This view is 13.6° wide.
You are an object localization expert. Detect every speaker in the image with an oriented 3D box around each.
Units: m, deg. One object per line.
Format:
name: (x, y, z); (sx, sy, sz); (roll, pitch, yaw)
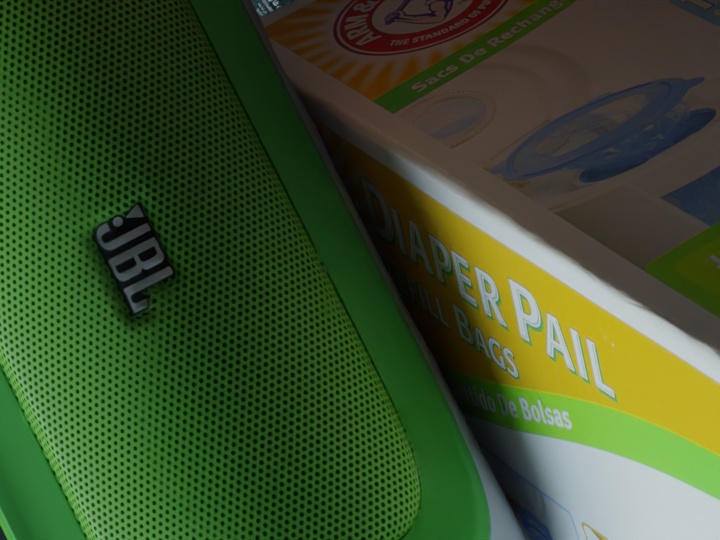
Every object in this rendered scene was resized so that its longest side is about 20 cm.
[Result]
speaker: (-0.041, 0.003, 0.564); (0.201, 0.088, 0.088); (63, 179, 5)

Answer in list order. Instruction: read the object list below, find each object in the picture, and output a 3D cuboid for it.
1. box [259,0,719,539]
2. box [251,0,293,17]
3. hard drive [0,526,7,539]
box: (0.074, 0.003, 0.567); (0.200, 0.112, 0.102); (37, 149, 55)
box: (-0.070, -0.143, 0.690); (0.159, 0.046, 0.200); (54, -178, 27)
hard drive: (-0.098, -0.027, 0.707); (0.135, 0.042, 0.201); (141, 120, -75)
